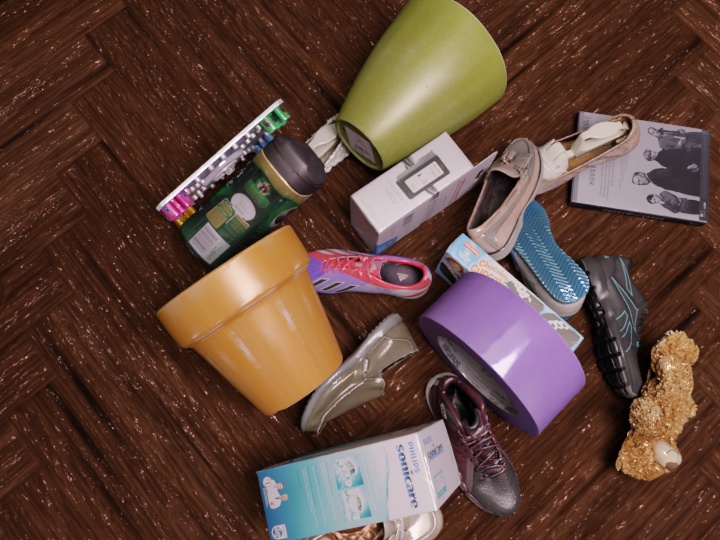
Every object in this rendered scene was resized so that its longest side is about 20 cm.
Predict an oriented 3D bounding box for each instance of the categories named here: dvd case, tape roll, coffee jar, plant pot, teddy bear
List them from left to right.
[{"bbox_3d":[-0.140,-0.094,0.824,0.200,0.104,0.085,-39,90,14],"label":"coffee jar"},{"bbox_3d":[-0.122,0.073,0.784,0.200,0.200,0.184,-35,94,-8],"label":"plant pot"},{"bbox_3d":[0.066,-0.239,0.851,0.187,0.187,0.200,41,79,9],"label":"plant pot"},{"bbox_3d":[0.171,0.102,0.765,0.085,0.200,0.200,-42,80,-9],"label":"tape roll"},{"bbox_3d":[0.417,-0.154,0.919,0.199,0.025,0.151,9,77,3],"label":"dvd case"},{"bbox_3d":[0.395,0.176,0.791,0.067,0.145,0.200,16,68,38],"label":"teddy bear"}]

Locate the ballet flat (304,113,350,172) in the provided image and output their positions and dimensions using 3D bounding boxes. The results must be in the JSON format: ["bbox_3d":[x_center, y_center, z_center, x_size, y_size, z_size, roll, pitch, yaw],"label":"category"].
[{"bbox_3d":[-0.080,-0.160,0.895,0.072,0.072,0.200,42,80,9],"label":"ballet flat"}]

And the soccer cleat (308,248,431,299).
[{"bbox_3d":[0.000,0.000,0.852,0.199,0.073,0.068,7,76,1],"label":"soccer cleat"}]

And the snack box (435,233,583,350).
[{"bbox_3d":[0.191,0.042,0.822,0.200,0.116,0.037,42,79,9],"label":"snack box"}]

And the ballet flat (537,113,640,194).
[{"bbox_3d":[0.302,-0.171,0.881,0.199,0.067,0.068,-26,69,7],"label":"ballet flat"}]

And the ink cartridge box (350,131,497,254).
[{"bbox_3d":[0.084,-0.115,0.859,0.200,0.116,0.068,-34,80,-9],"label":"ink cartridge box"}]

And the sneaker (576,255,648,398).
[{"bbox_3d":[0.358,0.071,0.839,0.079,0.075,0.201,-9,77,-5],"label":"sneaker"}]

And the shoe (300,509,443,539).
[{"bbox_3d":[0.010,0.339,0.780,0.199,0.053,0.070,-11,77,-3],"label":"shoe"}]

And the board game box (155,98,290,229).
[{"bbox_3d":[-0.181,-0.133,0.824,0.200,0.200,0.026,-44,100,-9],"label":"board game box"}]

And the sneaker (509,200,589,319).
[{"bbox_3d":[0.243,-0.021,0.863,0.076,0.081,0.200,-19,58,-3],"label":"sneaker"}]

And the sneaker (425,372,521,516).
[{"bbox_3d":[0.145,0.222,0.778,0.075,0.116,0.200,-28,78,-7],"label":"sneaker"}]

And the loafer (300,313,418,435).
[{"bbox_3d":[0.001,0.147,0.815,0.070,0.075,0.200,43,83,9],"label":"loafer"}]

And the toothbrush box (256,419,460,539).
[{"bbox_3d":[0.003,0.245,0.727,0.199,0.146,0.086,-19,77,15],"label":"toothbrush box"}]

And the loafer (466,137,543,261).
[{"bbox_3d":[0.195,-0.110,0.832,0.063,0.072,0.201,41,60,-34],"label":"loafer"}]
